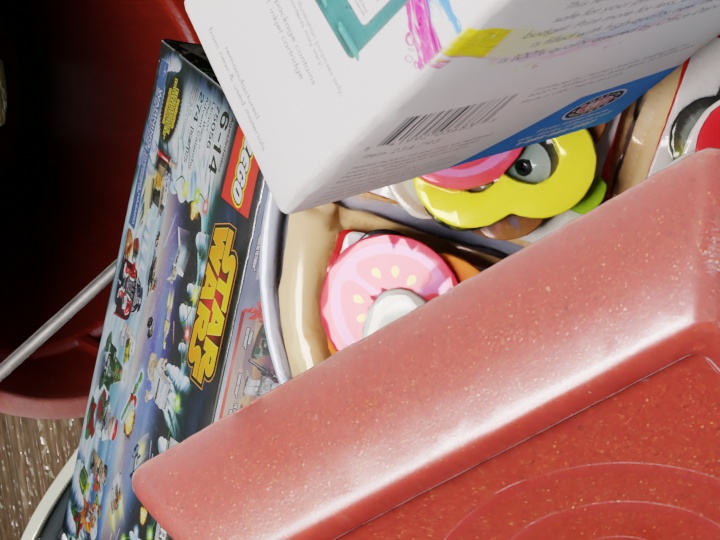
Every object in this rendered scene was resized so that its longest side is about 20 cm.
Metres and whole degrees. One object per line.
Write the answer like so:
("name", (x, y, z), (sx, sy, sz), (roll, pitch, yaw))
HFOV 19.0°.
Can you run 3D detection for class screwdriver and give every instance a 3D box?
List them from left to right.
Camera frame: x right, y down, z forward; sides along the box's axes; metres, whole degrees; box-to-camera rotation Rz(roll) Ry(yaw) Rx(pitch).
("screwdriver", (-0.075, -0.016, 0.833), (0.028, 0.200, 0.029), (41, 174, 32))

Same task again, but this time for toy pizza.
("toy pizza", (0.068, 0.001, 0.624), (0.200, 0.032, 0.200), (1, 95, 7))

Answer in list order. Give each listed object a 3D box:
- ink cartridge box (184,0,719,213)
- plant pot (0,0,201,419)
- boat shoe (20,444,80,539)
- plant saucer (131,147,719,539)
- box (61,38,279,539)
("ink cartridge box", (0.054, -0.091, 0.499), (0.200, 0.116, 0.067), (-40, 71, 55))
("plant pot", (-0.161, -0.058, 0.905), (0.195, 0.201, 0.201), (18, 118, 53))
("boat shoe", (-0.085, 0.105, 0.912), (0.066, 0.075, 0.199), (23, 82, 41))
("plant saucer", (0.071, 0.085, 0.601), (0.200, 0.037, 0.200), (-30, 123, 23))
("box", (-0.056, 0.030, 0.765), (0.137, 0.040, 0.200), (-141, 61, -62))
